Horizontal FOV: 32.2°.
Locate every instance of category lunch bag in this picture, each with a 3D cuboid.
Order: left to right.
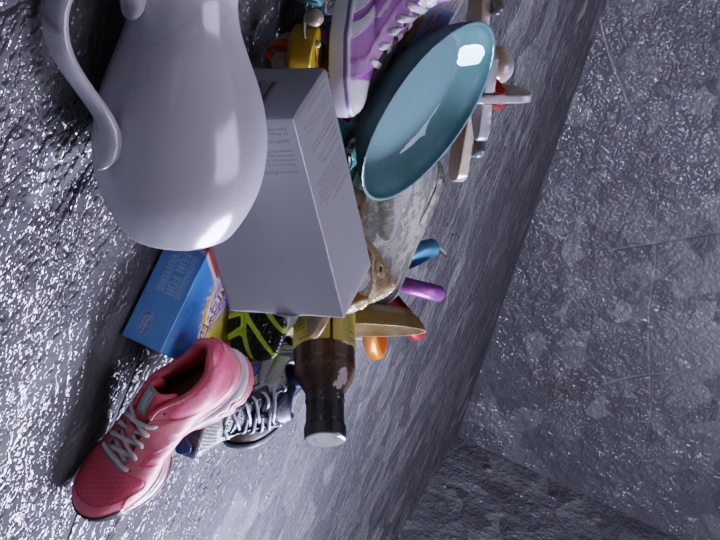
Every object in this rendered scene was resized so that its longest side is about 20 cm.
[{"bbox_3d":[0.001,-0.065,1.376,0.168,0.139,0.201,-7,121,-82],"label":"lunch bag"}]

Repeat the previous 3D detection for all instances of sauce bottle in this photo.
[{"bbox_3d":[-0.036,0.073,1.228,0.065,0.064,0.201,90,1,-61],"label":"sauce bottle"}]

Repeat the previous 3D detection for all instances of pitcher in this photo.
[{"bbox_3d":[-0.139,-0.113,0.834,0.171,0.121,0.201,-22,127,-44],"label":"pitcher"}]

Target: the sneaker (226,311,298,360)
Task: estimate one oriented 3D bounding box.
[{"bbox_3d":[-0.074,-0.009,1.172,0.200,0.075,0.076,-63,179,36],"label":"sneaker"}]

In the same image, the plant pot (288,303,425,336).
[{"bbox_3d":[-0.026,0.055,1.399,0.200,0.199,0.028,36,54,-77],"label":"plant pot"}]

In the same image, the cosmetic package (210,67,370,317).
[{"bbox_3d":[-0.069,-0.061,1.027,0.081,0.112,0.201,-64,151,-45],"label":"cosmetic package"}]

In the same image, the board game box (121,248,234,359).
[{"bbox_3d":[-0.142,0.015,1.168,0.153,0.040,0.200,-65,167,-7],"label":"board game box"}]

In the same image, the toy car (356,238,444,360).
[{"bbox_3d":[0.034,0.022,1.641,0.201,0.150,0.175,-67,167,2],"label":"toy car"}]

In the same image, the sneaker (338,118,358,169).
[{"bbox_3d":[-0.049,-0.118,1.212,0.121,0.083,0.200,-62,171,-7],"label":"sneaker"}]

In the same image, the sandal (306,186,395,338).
[{"bbox_3d":[0.003,-0.004,1.177,0.078,0.069,0.212,-56,-164,34],"label":"sandal"}]

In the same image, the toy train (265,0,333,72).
[{"bbox_3d":[-0.049,-0.232,1.099,0.150,0.055,0.201,-74,172,-49],"label":"toy train"}]

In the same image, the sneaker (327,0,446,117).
[{"bbox_3d":[0.035,-0.228,1.101,0.073,0.114,0.201,-56,157,-81],"label":"sneaker"}]

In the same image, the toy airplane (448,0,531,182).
[{"bbox_3d":[0.125,-0.224,1.398,0.141,0.200,0.200,-14,167,-35],"label":"toy airplane"}]

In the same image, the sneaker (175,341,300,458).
[{"bbox_3d":[-0.107,0.122,1.211,0.200,0.085,0.077,-47,157,-54],"label":"sneaker"}]

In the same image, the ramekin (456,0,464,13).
[{"bbox_3d":[0.063,-0.337,1.255,0.201,0.097,0.201,-60,166,-26],"label":"ramekin"}]

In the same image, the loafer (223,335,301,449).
[{"bbox_3d":[-0.117,0.140,1.463,0.200,0.072,0.063,-54,144,-65],"label":"loafer"}]

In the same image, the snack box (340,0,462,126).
[{"bbox_3d":[0.048,-0.225,1.183,0.072,0.024,0.200,0,126,-56],"label":"snack box"}]

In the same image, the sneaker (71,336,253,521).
[{"bbox_3d":[-0.186,0.130,1.092,0.200,0.074,0.087,-46,153,-10],"label":"sneaker"}]

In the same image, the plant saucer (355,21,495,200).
[{"bbox_3d":[0.055,-0.160,1.208,0.200,0.036,0.200,-44,158,-23],"label":"plant saucer"}]
